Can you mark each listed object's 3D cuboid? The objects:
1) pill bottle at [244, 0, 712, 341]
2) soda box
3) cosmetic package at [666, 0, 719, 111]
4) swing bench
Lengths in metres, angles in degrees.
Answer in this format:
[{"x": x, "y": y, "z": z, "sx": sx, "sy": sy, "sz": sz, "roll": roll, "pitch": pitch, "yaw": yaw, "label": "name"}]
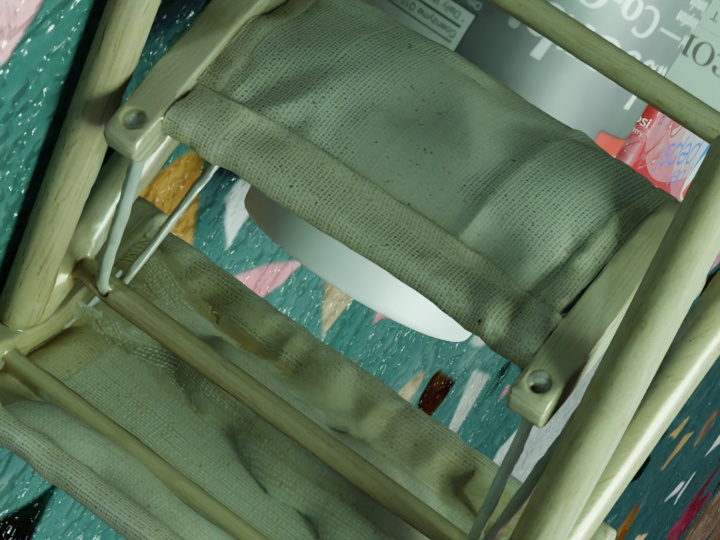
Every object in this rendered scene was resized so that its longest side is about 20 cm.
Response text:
[{"x": 0.049, "y": -0.084, "z": 0.796, "sx": 0.201, "sy": 0.116, "sz": 0.116, "roll": -59, "pitch": 162, "yaw": 10, "label": "pill bottle"}, {"x": 0.136, "y": -0.070, "z": 1.128, "sx": 0.070, "sy": 0.063, "sz": 0.200, "roll": -61, "pitch": 162, "yaw": 16, "label": "soda box"}, {"x": 0.188, "y": -0.168, "z": 0.926, "sx": 0.165, "sy": 0.164, "sz": 0.201, "roll": -21, "pitch": 141, "yaw": -59, "label": "cosmetic package"}, {"x": 0.000, "y": 0.000, "z": 0.684, "sx": 0.201, "sy": 0.199, "sz": 0.130, "roll": -59, "pitch": 162, "yaw": 13, "label": "swing bench"}]
